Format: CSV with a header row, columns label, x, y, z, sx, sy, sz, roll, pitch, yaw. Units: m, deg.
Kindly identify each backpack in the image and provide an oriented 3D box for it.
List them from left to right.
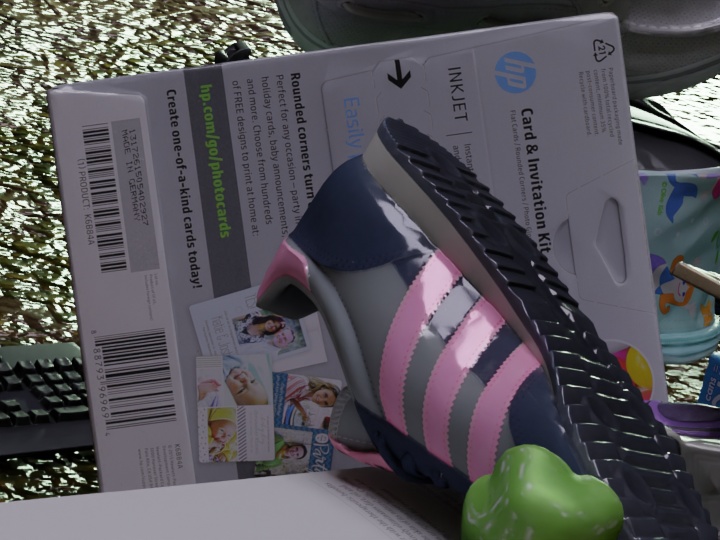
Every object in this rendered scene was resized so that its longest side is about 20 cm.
label,x,y,z,sx,sy,sz,roll,pitch,yaw
backpack,0.046,-0.010,1.073,0.199,0.151,0.178,0,8,-14

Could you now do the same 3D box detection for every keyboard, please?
label,x,y,z,sx,sy,sz,roll,pitch,yaw
keyboard,-0.191,0.041,1.022,0.199,0.021,0.127,-3,24,-35

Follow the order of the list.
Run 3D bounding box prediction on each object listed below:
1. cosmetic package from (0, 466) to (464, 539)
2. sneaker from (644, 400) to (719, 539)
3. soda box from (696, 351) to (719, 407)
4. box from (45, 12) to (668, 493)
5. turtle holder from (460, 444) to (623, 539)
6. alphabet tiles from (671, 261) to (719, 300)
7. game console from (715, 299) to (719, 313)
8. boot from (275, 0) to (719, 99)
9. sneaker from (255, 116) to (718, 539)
label,x,y,z,sx,sy,sz,roll,pitch,yaw
cosmetic package,-0.040,0.118,0.796,0.199,0.085,0.108,-3,25,-32
sneaker,0.109,0.075,0.885,0.199,0.081,0.083,1,9,15
soda box,0.205,0.092,0.929,0.200,0.064,0.068,30,26,37
box,0.000,0.000,0.956,0.199,0.156,0.041,-8,3,0
turtle holder,0.075,0.137,0.688,0.141,0.132,0.186,17,35,4
alphabet tiles,0.208,0.051,0.872,0.200,0.008,0.167,28,5,23
game console,0.176,-0.064,1.350,0.170,0.119,0.200,7,21,-8
boot,0.074,-0.109,0.990,0.199,0.074,0.096,-4,-13,-17
sneaker,0.037,0.048,0.830,0.070,0.082,0.200,26,26,-49
